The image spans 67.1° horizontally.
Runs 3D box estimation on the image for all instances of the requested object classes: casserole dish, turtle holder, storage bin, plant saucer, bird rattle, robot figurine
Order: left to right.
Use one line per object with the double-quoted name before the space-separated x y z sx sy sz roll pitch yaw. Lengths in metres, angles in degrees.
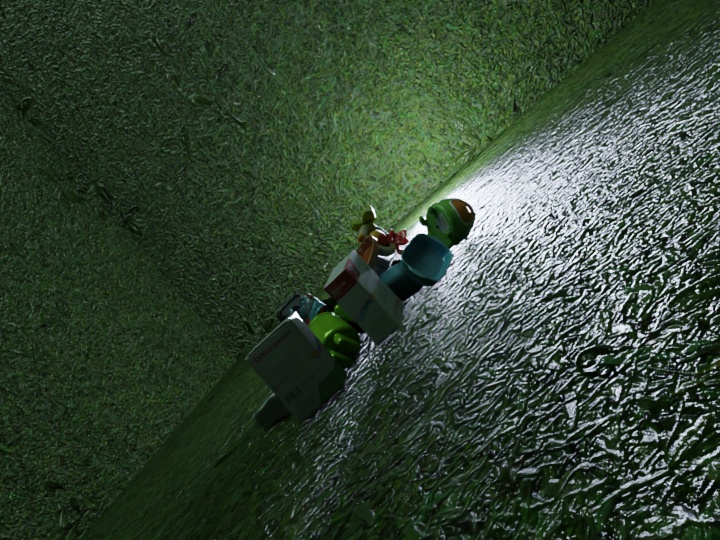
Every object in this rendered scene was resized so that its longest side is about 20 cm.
"storage bin" -0.178 0.183 1.936 0.145 0.202 0.134 -43 18 -23
"robot figurine" -0.073 0.180 1.417 0.199 0.114 0.179 29 97 62
"plant saucer" 0.000 0.000 1.542 0.202 0.032 0.202 -57 17 28
"bird rattle" 0.057 -0.093 1.680 0.113 0.199 0.164 -45 11 31
"casserole dish" 0.092 0.052 1.483 0.199 0.120 0.039 -37 44 34
"casserole dish" 0.169 -0.025 1.411 0.200 0.120 0.039 -49 -11 -53
"turtle holder" 0.262 -0.129 1.597 0.130 0.141 0.188 -25 -39 -21

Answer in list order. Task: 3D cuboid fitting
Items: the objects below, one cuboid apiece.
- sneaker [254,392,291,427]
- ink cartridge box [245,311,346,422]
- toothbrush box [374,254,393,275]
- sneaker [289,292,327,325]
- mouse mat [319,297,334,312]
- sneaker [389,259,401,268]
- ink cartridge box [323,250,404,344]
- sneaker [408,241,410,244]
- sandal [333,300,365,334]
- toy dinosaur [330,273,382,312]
"sneaker" -0.218 0.355 1.485 0.199 0.074 0.082 -37 11 38
"ink cartridge box" -0.148 0.223 1.273 0.145 0.201 0.088 -40 6 8
"toothbrush box" 0.030 0.031 1.727 0.147 0.084 0.203 -62 -6 -72
"sneaker" -0.164 0.142 1.563 0.079 0.095 0.202 -32 -22 -52
"mouse mat" -0.118 0.157 1.700 0.159 0.008 0.203 -19 -38 -45
"sneaker" 0.120 0.007 1.672 0.074 0.085 0.199 -43 6 -25
"ink cartridge box" 0.013 0.067 1.377 0.083 0.200 0.146 -40 9 19
"sneaker" 0.179 -0.054 1.694 0.078 0.091 0.200 -44 5 -21
"sandal" -0.019 0.115 1.495 0.203 0.078 0.058 73 -149 -50
"toy dinosaur" -0.007 0.083 1.627 0.203 0.134 0.086 -61 -9 8
